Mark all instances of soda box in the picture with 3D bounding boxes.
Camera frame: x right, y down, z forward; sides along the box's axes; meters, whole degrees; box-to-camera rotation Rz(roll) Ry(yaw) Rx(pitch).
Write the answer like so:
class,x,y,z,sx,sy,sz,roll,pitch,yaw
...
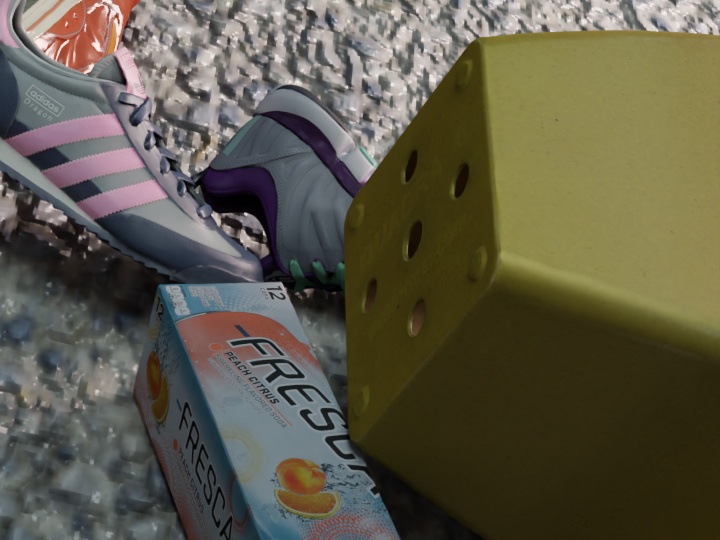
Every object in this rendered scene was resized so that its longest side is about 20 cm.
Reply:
class,x,y,z,sx,sy,sz,roll,pitch,yaw
soda box,-0.041,0.091,0.996,0.063,0.069,0.200,-1,40,-24

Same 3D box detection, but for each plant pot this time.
class,x,y,z,sx,sy,sz,roll,pitch,yaw
plant pot,0.099,0.011,0.998,0.176,0.200,0.200,16,48,-22

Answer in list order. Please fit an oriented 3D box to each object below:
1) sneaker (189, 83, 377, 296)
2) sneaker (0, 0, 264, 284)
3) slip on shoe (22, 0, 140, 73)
class,x,y,z,sx,sy,sz,roll,pitch,yaw
sneaker,0.000,0.000,1.157,0.088,0.074,0.200,-42,73,-12
sneaker,-0.118,-0.060,1.110,0.200,0.082,0.070,35,4,-8
slip on shoe,-0.160,-0.125,1.239,0.061,0.074,0.200,62,24,-15
